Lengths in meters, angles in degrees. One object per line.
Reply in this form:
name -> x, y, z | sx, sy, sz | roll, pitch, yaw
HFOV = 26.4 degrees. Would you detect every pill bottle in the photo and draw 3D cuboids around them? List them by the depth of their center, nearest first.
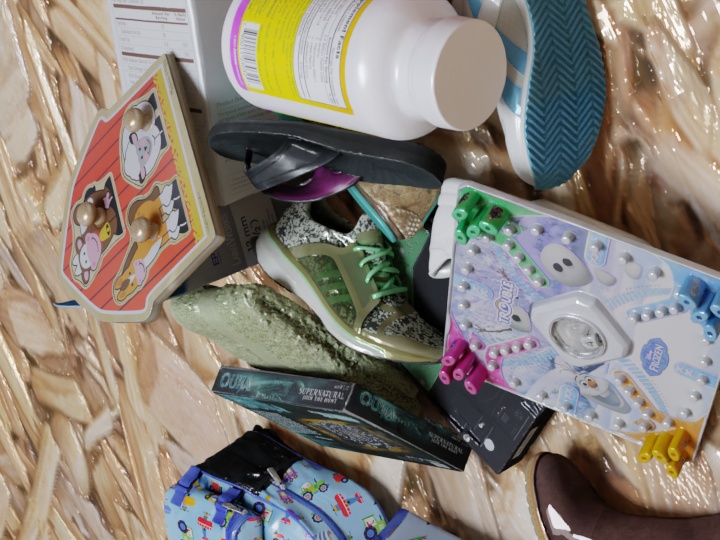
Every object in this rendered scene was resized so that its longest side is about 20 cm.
pill bottle -> 0.002, -0.148, 1.058 | 0.200, 0.104, 0.104 | 18, 121, 43

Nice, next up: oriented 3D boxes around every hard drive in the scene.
hard drive -> 0.079, 0.045, 1.215 | 0.200, 0.038, 0.140 | 46, 137, 22

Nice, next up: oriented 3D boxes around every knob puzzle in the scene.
knob puzzle -> -0.194, -0.047, 1.216 | 0.219, 0.030, 0.220 | -10, 76, 47

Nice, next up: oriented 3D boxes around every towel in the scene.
towel -> -0.054, 0.069, 1.287 | 0.200, 0.037, 0.148 | 36, 159, -29

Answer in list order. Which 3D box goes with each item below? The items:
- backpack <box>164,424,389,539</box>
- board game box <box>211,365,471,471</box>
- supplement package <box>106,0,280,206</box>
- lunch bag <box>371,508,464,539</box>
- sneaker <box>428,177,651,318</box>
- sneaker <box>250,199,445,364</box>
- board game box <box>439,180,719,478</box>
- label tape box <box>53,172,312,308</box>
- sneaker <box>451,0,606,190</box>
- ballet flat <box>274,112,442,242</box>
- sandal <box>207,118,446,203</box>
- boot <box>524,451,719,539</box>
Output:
backpack -> -0.065, 0.262, 1.411 | 0.200, 0.134, 0.183 | 19, 123, 39
board game box -> -0.019, 0.122, 1.288 | 0.200, 0.135, 0.028 | 2, 66, 53
supplement package -> -0.122, -0.170, 1.271 | 0.117, 0.117, 0.200 | 13, 117, 44
lunch bag -> 0.077, 0.333, 1.300 | 0.170, 0.124, 0.200 | 24, 139, 40
sneaker -> 0.123, -0.005, 1.093 | 0.200, 0.075, 0.089 | 18, 88, 52
sneaker -> 0.000, 0.000, 1.206 | 0.200, 0.077, 0.089 | 37, 116, 24
board game box -> 0.149, 0.046, 1.057 | 0.200, 0.026, 0.200 | 21, 143, 17
label tape box -> -0.150, -0.026, 1.307 | 0.143, 0.200, 0.066 | -3, 104, 49
sneaker -> 0.112, -0.155, 1.059 | 0.081, 0.076, 0.200 | 1, 102, 55
ballet flat -> -0.010, -0.108, 1.188 | 0.200, 0.065, 0.071 | 48, 176, 14
sandal -> -0.035, -0.075, 1.112 | 0.200, 0.075, 0.048 | 9, 77, 33
boot -> 0.225, 0.196, 1.122 | 0.166, 0.072, 0.200 | -36, 79, 38
